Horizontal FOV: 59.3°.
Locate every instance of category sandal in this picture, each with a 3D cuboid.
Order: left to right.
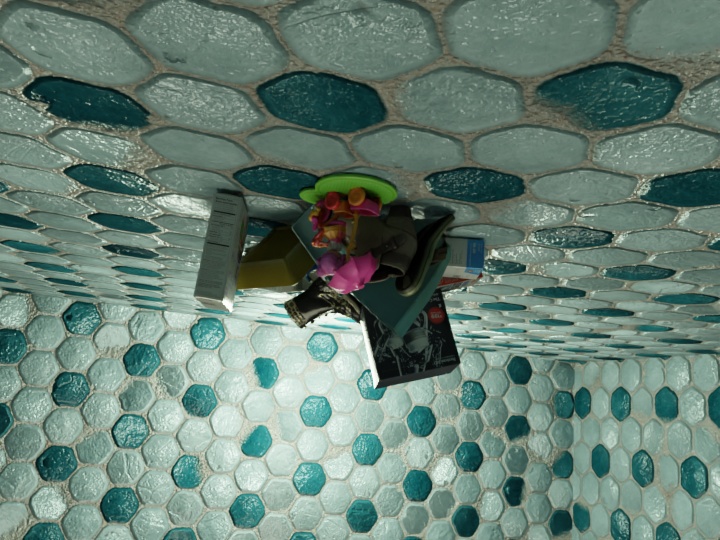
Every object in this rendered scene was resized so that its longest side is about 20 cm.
[{"bbox_3d":[0.126,-0.025,1.182,0.057,0.203,0.079,41,149,-20],"label":"sandal"}]

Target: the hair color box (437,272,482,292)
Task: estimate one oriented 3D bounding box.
[{"bbox_3d":[0.184,0.019,1.523,0.196,0.065,0.111,-11,169,-3],"label":"hair color box"}]

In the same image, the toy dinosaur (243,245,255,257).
[{"bbox_3d":[-0.218,-0.046,1.594,0.196,0.060,0.101,6,-176,15],"label":"toy dinosaur"}]

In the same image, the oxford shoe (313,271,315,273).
[{"bbox_3d":[-0.097,-0.030,1.499,0.195,0.076,0.070,-1,171,-6],"label":"oxford shoe"}]

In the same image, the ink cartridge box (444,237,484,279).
[{"bbox_3d":[0.170,-0.030,1.414,0.196,0.069,0.116,4,168,3],"label":"ink cartridge box"}]

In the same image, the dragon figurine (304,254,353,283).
[{"bbox_3d":[-0.100,-0.030,1.411,0.197,0.101,0.059,1,-154,-37],"label":"dragon figurine"}]

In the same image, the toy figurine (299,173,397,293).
[{"bbox_3d":[-0.036,-0.053,1.118,0.197,0.188,0.149,-3,166,36],"label":"toy figurine"}]

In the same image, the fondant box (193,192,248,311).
[{"bbox_3d":[-0.270,-0.031,1.244,0.057,0.204,0.144,10,168,-3],"label":"fondant box"}]

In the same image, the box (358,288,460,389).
[{"bbox_3d":[0.112,0.161,1.484,0.196,0.185,0.104,-10,161,-10],"label":"box"}]

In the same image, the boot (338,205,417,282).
[{"bbox_3d":[0.017,-0.047,1.193,0.197,0.149,0.070,-9,145,33],"label":"boot"}]

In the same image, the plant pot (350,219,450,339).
[{"bbox_3d":[0.089,0.009,1.286,0.141,0.201,0.141,40,176,15],"label":"plant pot"}]

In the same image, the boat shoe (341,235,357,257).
[{"bbox_3d":[0.028,-0.056,1.365,0.071,0.074,0.199,-6,158,40],"label":"boat shoe"}]

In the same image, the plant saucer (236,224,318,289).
[{"bbox_3d":[-0.164,-0.041,1.345,0.197,0.201,0.049,-5,124,38],"label":"plant saucer"}]

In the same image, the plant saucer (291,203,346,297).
[{"bbox_3d":[-0.070,-0.039,1.276,0.019,0.070,0.201,16,147,49],"label":"plant saucer"}]

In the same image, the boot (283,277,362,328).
[{"bbox_3d":[-0.080,0.098,1.566,0.152,0.074,0.204,-33,128,12],"label":"boot"}]

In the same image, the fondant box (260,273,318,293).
[{"bbox_3d":[-0.218,0.012,1.600,0.197,0.060,0.143,10,-172,36],"label":"fondant box"}]
